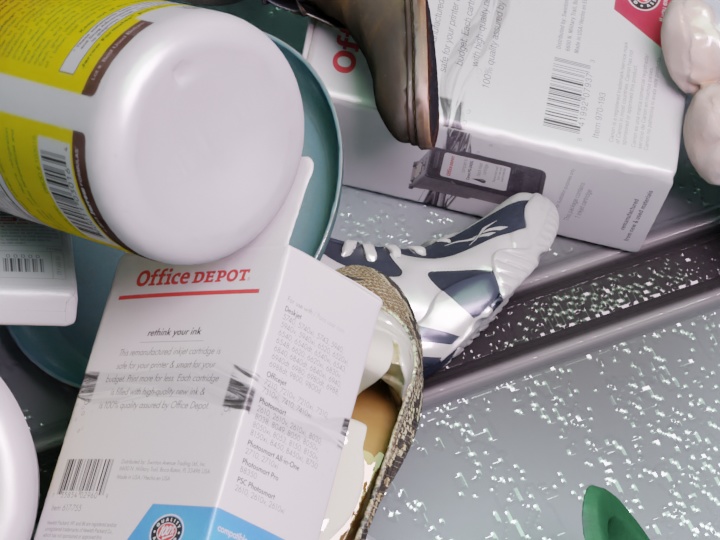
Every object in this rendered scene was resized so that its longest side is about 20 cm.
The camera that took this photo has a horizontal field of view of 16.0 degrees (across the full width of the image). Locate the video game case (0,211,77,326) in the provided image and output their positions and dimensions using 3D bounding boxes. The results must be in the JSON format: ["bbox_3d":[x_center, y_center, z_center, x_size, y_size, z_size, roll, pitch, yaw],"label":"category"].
[{"bbox_3d":[-0.238,-0.033,1.200,0.200,0.023,0.182,1,33,-11],"label":"video game case"}]

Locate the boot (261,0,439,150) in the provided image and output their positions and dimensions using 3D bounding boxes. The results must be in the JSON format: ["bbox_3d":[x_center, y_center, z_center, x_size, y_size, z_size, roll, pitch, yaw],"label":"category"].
[{"bbox_3d":[-0.016,-0.136,1.279,0.097,0.075,0.200,-10,55,-1],"label":"boot"}]

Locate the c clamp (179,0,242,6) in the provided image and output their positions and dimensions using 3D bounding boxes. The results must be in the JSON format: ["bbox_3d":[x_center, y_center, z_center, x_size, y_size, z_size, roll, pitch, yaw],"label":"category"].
[{"bbox_3d":[-0.103,-0.217,1.418,0.200,0.027,0.171,24,52,0],"label":"c clamp"}]

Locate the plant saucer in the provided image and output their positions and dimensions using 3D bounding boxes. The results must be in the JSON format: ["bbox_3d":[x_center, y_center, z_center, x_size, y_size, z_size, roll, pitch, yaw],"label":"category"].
[{"bbox_3d":[-0.092,-0.028,1.264,0.200,0.027,0.200,-13,60,25],"label":"plant saucer"}]

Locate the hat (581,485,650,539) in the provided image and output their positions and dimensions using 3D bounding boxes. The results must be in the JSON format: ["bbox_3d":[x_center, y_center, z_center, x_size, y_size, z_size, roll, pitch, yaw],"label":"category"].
[{"bbox_3d":[0.066,0.214,1.154,0.176,0.200,0.166,-27,104,12],"label":"hat"}]

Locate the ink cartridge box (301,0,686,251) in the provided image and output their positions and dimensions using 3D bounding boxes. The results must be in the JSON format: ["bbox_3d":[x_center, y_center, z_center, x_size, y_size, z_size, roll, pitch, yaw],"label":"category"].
[{"bbox_3d":[0.069,-0.110,1.359,0.200,0.083,0.145,13,60,-2],"label":"ink cartridge box"}]

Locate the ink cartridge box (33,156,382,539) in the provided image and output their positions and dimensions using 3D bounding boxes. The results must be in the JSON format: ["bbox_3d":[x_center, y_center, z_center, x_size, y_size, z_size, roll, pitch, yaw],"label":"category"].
[{"bbox_3d":[-0.064,0.056,1.134,0.068,0.116,0.200,31,66,-41],"label":"ink cartridge box"}]

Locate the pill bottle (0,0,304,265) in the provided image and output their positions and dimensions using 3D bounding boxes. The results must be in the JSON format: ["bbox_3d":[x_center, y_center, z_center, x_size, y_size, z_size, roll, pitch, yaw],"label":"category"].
[{"bbox_3d":[-0.123,-0.071,1.137,0.109,0.109,0.200,-38,33,-26],"label":"pill bottle"}]

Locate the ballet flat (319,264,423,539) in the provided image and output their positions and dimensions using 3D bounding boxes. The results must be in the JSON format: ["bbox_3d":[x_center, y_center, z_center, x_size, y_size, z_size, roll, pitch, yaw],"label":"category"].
[{"bbox_3d":[-0.008,0.076,1.168,0.068,0.075,0.200,17,63,-4],"label":"ballet flat"}]

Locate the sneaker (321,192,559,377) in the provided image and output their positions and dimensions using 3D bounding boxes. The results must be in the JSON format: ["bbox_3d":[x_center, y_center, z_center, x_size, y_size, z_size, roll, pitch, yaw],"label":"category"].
[{"bbox_3d":[0.000,0.000,1.286,0.130,0.079,0.199,43,72,4],"label":"sneaker"}]

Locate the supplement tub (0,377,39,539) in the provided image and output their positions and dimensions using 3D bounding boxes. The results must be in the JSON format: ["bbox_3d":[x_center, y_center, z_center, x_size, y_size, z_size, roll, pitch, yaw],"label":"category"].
[{"bbox_3d":[-0.212,0.094,1.107,0.145,0.200,0.145,1,85,-7],"label":"supplement tub"}]

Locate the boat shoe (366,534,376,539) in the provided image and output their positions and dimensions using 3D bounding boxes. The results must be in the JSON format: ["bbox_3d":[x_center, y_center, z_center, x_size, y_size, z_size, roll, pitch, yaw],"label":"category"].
[{"bbox_3d":[0.015,0.172,1.201,0.202,0.065,0.074,41,62,12],"label":"boat shoe"}]

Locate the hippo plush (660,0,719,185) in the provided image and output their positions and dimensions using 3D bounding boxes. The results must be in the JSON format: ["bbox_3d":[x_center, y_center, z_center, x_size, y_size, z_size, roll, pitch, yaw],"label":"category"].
[{"bbox_3d":[0.267,-0.098,1.298,0.200,0.161,0.159,37,54,-27],"label":"hippo plush"}]
